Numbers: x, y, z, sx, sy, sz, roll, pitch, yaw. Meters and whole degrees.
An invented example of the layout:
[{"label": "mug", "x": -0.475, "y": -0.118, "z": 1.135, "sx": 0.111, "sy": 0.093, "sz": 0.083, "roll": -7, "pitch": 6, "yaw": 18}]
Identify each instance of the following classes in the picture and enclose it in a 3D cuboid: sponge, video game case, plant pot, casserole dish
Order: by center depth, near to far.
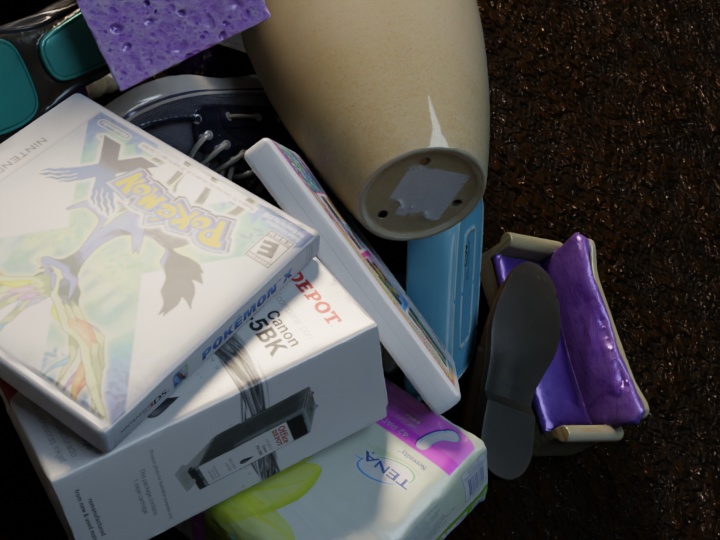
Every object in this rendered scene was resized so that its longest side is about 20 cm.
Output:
[{"label": "video game case", "x": -0.155, "y": -0.012, "z": 0.644, "sx": 0.200, "sy": 0.022, "sz": 0.182, "roll": 30, "pitch": 52, "yaw": 19}, {"label": "sponge", "x": -0.146, "y": -0.227, "z": 0.705, "sx": 0.030, "sy": 0.111, "sz": 0.201, "roll": -127, "pitch": -168, "yaw": -71}, {"label": "video game case", "x": 0.000, "y": 0.000, "z": 0.766, "sx": 0.200, "sy": 0.024, "sz": 0.182, "roll": 54, "pitch": 5, "yaw": 0}, {"label": "plant pot", "x": 0.021, "y": -0.127, "z": 0.821, "sx": 0.187, "sy": 0.187, "sz": 0.200, "roll": 17, "pitch": 41, "yaw": -35}, {"label": "casserole dish", "x": 0.070, "y": 0.011, "z": 0.912, "sx": 0.121, "sy": 0.039, "sz": 0.201, "roll": -36, "pitch": 129, "yaw": -67}]

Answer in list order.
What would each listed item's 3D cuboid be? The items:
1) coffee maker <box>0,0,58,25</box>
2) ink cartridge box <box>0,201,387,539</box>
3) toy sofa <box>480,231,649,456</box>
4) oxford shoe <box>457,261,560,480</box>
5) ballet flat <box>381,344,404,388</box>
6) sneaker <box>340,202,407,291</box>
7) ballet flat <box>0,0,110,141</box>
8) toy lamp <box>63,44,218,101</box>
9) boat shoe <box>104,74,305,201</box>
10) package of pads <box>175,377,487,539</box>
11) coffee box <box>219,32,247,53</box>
[{"label": "coffee maker", "x": -0.195, "y": -0.252, "z": 0.800, "sx": 0.134, "sy": 0.200, "sz": 0.193, "roll": 23, "pitch": 50, "yaw": -30}, {"label": "ink cartridge box", "x": -0.104, "y": 0.059, "z": 0.665, "sx": 0.199, "sy": 0.083, "sz": 0.147, "roll": -25, "pitch": 45, "yaw": -20}, {"label": "toy sofa", "x": 0.176, "y": 0.063, "z": 1.020, "sx": 0.083, "sy": 0.097, "sz": 0.201, "roll": 7, "pitch": 60, "yaw": -41}, {"label": "oxford shoe", "x": 0.116, "y": 0.083, "z": 0.952, "sx": 0.071, "sy": 0.071, "sz": 0.201, "roll": 30, "pitch": 62, "yaw": -19}, {"label": "ballet flat", "x": -0.016, "y": 0.055, "z": 0.867, "sx": 0.199, "sy": 0.068, "sz": 0.068, "roll": 11, "pitch": 56, "yaw": -39}, {"label": "sneaker", "x": -0.028, "y": -0.027, "z": 0.905, "sx": 0.200, "sy": 0.070, "sz": 0.109, "roll": 13, "pitch": 60, "yaw": -46}, {"label": "ballet flat", "x": -0.225, "y": -0.131, "z": 0.731, "sx": 0.200, "sy": 0.073, "sz": 0.073, "roll": -38, "pitch": 92, "yaw": -38}, {"label": "toy lamp", "x": -0.189, "y": -0.146, "z": 0.847, "sx": 0.058, "sy": 0.058, "sz": 0.200, "roll": 55, "pitch": 38, "yaw": 0}, {"label": "boat shoe", "x": -0.113, "y": -0.096, "z": 0.867, "sx": 0.200, "sy": 0.075, "sz": 0.093, "roll": -21, "pitch": 72, "yaw": -49}, {"label": "package of pads", "x": -0.041, "y": 0.123, "z": 0.708, "sx": 0.200, "sy": 0.068, "sz": 0.154, "roll": 30, "pitch": 52, "yaw": 27}, {"label": "coffee box", "x": -0.044, "y": -0.300, "z": 0.938, "sx": 0.199, "sy": 0.198, "sz": 0.200, "roll": 10, "pitch": 37, "yaw": -39}]
